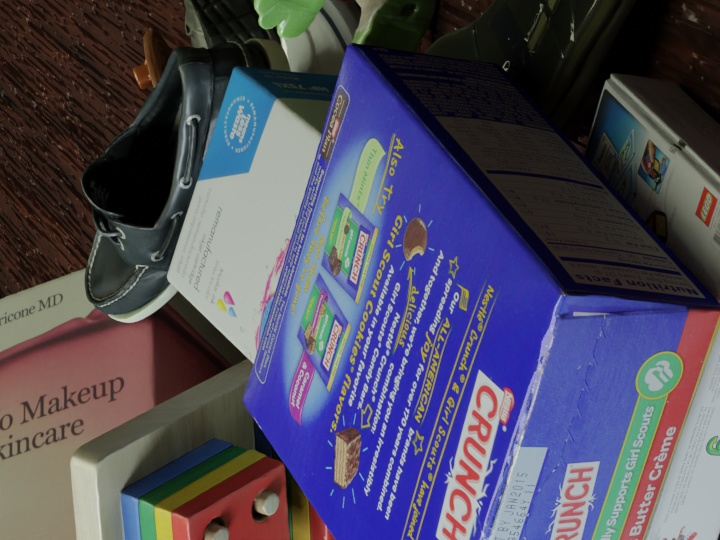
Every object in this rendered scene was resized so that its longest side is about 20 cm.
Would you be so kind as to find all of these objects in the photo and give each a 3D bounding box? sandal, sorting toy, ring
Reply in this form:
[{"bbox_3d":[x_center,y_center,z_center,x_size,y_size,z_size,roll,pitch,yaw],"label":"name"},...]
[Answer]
[{"bbox_3d":[0.077,-0.081,1.175,0.201,0.057,0.080,-51,49,46],"label":"sandal"},{"bbox_3d":[-0.044,0.152,1.458,0.069,0.199,0.201,17,120,38],"label":"sorting toy"},{"bbox_3d":[-0.083,-0.038,1.608,0.200,0.019,0.201,-22,-90,-87],"label":"ring"}]

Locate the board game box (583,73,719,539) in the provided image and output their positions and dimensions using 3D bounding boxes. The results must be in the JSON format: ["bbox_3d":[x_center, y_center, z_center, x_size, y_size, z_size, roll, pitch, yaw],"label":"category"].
[{"bbox_3d":[0.104,0.042,1.097,0.126,0.035,0.201,-126,46,-56],"label":"board game box"}]

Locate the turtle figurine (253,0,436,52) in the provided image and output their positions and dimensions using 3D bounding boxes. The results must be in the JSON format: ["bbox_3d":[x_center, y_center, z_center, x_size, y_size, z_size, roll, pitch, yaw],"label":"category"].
[{"bbox_3d":[-0.063,-0.160,1.409,0.194,0.200,0.144,55,173,41],"label":"turtle figurine"}]

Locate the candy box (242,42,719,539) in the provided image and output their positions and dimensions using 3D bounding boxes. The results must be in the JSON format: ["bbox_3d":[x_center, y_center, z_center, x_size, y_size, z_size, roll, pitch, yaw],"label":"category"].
[{"bbox_3d":[0.040,0.034,1.096,0.200,0.077,0.170,54,134,52],"label":"candy box"}]

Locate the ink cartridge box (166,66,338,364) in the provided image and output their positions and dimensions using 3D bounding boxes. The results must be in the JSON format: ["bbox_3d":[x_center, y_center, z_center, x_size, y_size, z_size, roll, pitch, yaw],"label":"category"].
[{"bbox_3d":[0.000,0.000,1.318,0.200,0.067,0.116,40,119,47],"label":"ink cartridge box"}]

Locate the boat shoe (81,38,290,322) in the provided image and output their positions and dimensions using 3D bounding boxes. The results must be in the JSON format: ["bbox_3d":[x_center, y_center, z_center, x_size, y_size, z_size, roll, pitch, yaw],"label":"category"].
[{"bbox_3d":[-0.107,-0.045,1.467,0.199,0.066,0.075,-47,48,44],"label":"boat shoe"}]

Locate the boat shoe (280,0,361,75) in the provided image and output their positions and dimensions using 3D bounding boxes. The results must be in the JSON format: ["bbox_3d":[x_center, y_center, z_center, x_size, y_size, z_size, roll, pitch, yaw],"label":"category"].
[{"bbox_3d":[-0.017,-0.060,1.447,0.074,0.067,0.200,107,149,-53],"label":"boat shoe"}]

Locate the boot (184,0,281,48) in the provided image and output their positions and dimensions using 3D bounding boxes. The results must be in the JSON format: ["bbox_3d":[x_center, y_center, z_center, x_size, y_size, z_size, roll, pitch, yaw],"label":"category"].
[{"bbox_3d":[-0.060,-0.119,1.589,0.131,0.067,0.201,-107,6,-77],"label":"boot"}]

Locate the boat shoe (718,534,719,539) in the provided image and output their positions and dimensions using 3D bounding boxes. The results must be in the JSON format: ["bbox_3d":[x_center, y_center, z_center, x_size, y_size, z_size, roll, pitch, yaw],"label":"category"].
[{"bbox_3d":[0.122,0.193,1.133,0.073,0.063,0.201,-130,36,-59],"label":"boat shoe"}]

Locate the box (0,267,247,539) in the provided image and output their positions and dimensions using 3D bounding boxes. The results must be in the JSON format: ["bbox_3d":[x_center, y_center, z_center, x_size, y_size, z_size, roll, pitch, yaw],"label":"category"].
[{"bbox_3d":[-0.135,0.110,1.561,0.109,0.128,0.201,44,-146,-49],"label":"box"}]
